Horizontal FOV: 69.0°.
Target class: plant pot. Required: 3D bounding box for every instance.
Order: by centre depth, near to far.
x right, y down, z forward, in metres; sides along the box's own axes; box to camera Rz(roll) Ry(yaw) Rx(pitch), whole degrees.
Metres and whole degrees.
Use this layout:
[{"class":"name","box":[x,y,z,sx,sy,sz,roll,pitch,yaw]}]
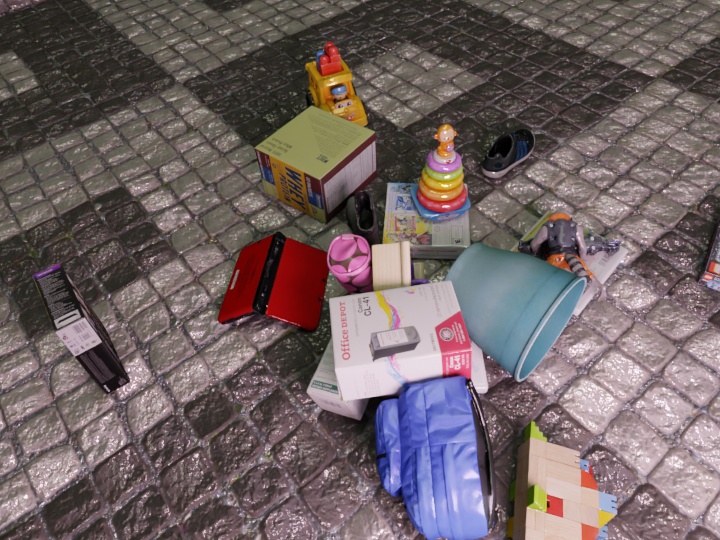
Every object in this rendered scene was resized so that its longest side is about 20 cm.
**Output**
[{"class":"plant pot","box":[0.245,0.052,0.896,0.188,0.200,0.200,34,60,28]}]

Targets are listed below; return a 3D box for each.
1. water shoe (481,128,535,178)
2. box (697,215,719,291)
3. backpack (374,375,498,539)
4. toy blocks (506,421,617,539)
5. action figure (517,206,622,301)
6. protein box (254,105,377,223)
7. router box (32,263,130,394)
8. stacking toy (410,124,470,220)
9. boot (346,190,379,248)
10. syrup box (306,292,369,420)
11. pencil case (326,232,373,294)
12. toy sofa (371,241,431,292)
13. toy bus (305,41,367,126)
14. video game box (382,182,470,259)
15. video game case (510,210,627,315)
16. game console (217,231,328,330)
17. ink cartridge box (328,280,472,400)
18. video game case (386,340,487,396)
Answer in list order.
[{"class":"water shoe","box":[0.365,-0.299,1.260,0.071,0.079,0.200,29,58,26]},{"class":"box","box":[0.760,-0.027,1.023,0.136,0.038,0.200,24,56,23]},{"class":"backpack","box":[0.110,0.279,0.754,0.167,0.163,0.201,-15,60,12]},{"class":"toy blocks","box":[0.293,0.334,0.741,0.136,0.100,0.201,15,53,3]},{"class":"action figure","box":[0.415,-0.039,0.998,0.199,0.105,0.194,-7,60,3]},{"class":"protein box","box":[-0.098,-0.251,1.226,0.198,0.135,0.200,29,58,25]},{"class":"router box","box":[-0.486,0.107,0.921,0.051,0.200,0.149,-29,53,-21]},{"class":"stacking toy","box":[0.169,-0.209,1.066,0.116,0.200,0.110,-12,50,-7]},{"class":"boot","box":[0.008,-0.123,1.111,0.069,0.132,0.201,-14,50,-5]},{"class":"syrup box","box":[-0.007,0.143,0.903,0.078,0.082,0.201,9,58,27]},{"class":"pencil case","box":[0.000,0.000,0.965,0.090,0.200,0.094,4,71,15]},{"class":"toy sofa","box":[0.088,0.009,0.941,0.097,0.200,0.083,-4,79,14]},{"class":"toy bus","box":[-0.068,-0.488,1.387,0.135,0.192,0.200,-18,52,-12]},{"class":"video game box","box":[0.143,-0.112,1.146,0.181,0.047,0.201,4,50,5]},{"class":"video game case","box":[0.408,-0.022,1.063,0.182,0.023,0.200,34,62,28]},{"class":"game console","box":[-0.173,0.034,1.072,0.172,0.119,0.201,-20,42,30]},{"class":"ink cartridge box","box":[0.057,0.104,0.801,0.199,0.086,0.148,-8,44,-1]},{"class":"video game case","box":[0.118,0.139,0.953,0.199,0.024,0.183,-2,50,3]}]
